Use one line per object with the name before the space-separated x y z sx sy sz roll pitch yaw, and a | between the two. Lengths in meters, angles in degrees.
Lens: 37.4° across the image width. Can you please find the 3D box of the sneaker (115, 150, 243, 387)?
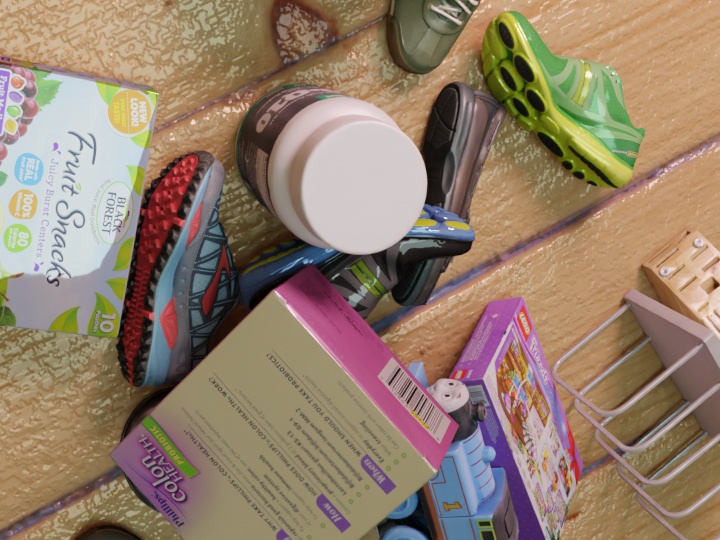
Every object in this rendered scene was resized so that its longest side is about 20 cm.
sneaker | -0.140 -0.001 0.890 0.095 0.079 0.202 7 106 -39

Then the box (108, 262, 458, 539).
box | -0.058 0.132 0.824 0.176 0.097 0.200 47 109 1

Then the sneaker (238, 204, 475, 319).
sneaker | 0.000 0.000 0.884 0.198 0.071 0.083 -20 111 0

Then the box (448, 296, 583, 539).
box | 0.148 0.146 0.987 0.039 0.137 0.202 -10 114 30

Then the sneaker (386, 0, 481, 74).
sneaker | 0.084 -0.258 0.876 0.067 0.090 0.202 19 98 -23

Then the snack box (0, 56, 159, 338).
snack box | -0.246 -0.056 0.839 0.141 0.053 0.202 8 102 -22

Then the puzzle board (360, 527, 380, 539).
puzzle board | -0.050 0.236 0.958 0.149 0.017 0.202 -6 112 25

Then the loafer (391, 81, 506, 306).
loafer | 0.082 -0.061 0.941 0.062 0.072 0.202 11 99 -27

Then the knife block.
knife block | 0.371 0.074 1.086 0.064 0.176 0.200 -37 67 -7

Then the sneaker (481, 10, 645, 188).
sneaker | 0.182 -0.160 0.954 0.200 0.074 0.084 43 70 -25

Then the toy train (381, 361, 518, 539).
toy train | 0.065 0.173 0.909 0.113 0.087 0.202 -8 113 19

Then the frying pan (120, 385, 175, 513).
frying pan | -0.121 0.142 0.917 0.189 0.031 0.116 -26 89 5

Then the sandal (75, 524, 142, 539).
sandal | -0.172 0.296 0.955 0.200 0.055 0.082 40 92 -24

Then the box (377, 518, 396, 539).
box | 0.042 0.212 1.010 0.198 0.046 0.161 -20 110 -12

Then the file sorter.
file sorter | 0.298 0.148 1.031 0.124 0.139 0.201 -38 112 -4

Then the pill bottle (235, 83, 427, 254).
pill bottle | -0.026 -0.081 0.826 0.112 0.200 0.114 -5 106 -17
